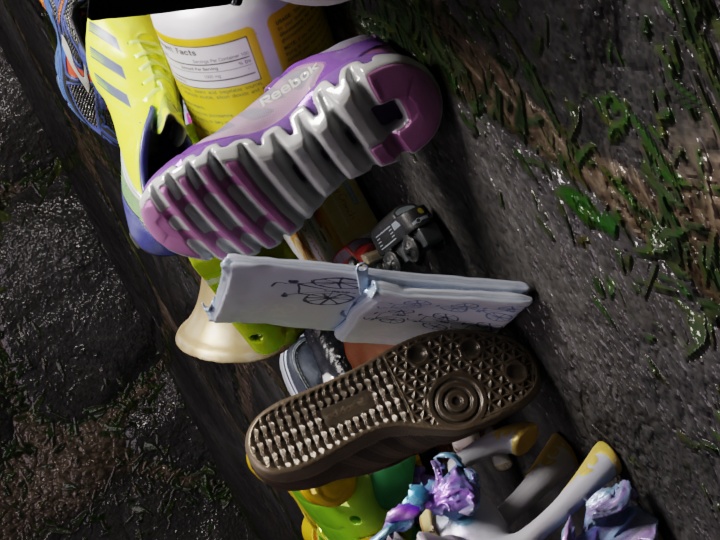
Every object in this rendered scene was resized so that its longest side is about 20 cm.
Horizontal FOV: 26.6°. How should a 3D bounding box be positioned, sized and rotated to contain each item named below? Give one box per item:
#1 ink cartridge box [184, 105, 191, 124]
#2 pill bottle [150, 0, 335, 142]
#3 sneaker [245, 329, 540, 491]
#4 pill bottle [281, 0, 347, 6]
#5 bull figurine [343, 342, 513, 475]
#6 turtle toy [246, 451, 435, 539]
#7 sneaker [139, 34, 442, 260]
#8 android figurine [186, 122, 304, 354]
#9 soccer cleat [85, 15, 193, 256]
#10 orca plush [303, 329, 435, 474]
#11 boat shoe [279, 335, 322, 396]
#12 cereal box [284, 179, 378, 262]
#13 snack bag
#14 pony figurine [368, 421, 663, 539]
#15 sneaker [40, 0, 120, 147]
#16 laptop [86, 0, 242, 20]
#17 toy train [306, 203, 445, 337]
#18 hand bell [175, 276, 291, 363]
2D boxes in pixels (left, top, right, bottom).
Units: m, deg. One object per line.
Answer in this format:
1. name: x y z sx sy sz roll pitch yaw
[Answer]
1. ink cartridge box: -0.134 -0.125 1.381 0.201 0.042 0.120 -115 5 -53
2. pill bottle: -0.074 -0.152 1.024 0.112 0.112 0.201 42 156 52
3. sneaker: 0.021 0.094 1.010 0.076 0.198 0.071 79 175 -68
4. pill bottle: -0.012 -0.206 0.684 0.115 0.114 0.200 59 166 5
5. bull figurine: 0.053 0.096 1.152 0.200 0.065 0.122 40 157 55
6. turtle toy: 0.011 0.170 1.132 0.201 0.101 0.145 54 162 -17
7. sneaker: -0.047 -0.082 0.940 0.081 0.199 0.089 55 -171 -37
8. android figurine: -0.092 -0.030 1.155 0.200 0.041 0.183 61 -161 -50
9. soccer cleat: -0.140 -0.110 1.037 0.084 0.064 0.202 -43 57 58
10. orca plush: 0.016 0.085 1.332 0.105 0.071 0.201 9 -132 -47
11. boat shoe: -0.003 0.126 1.422 0.201 0.071 0.091 49 162 17
12. cereal box: -0.032 -0.039 1.243 0.145 0.039 0.200 61 166 5
13. snack bag: -0.003 0.025 1.001 0.189 0.198 0.022 127 149 -75
14. pony figurine: 0.084 0.186 0.937 0.193 0.199 0.168 43 158 50
15. sneaker: -0.192 -0.164 1.144 0.078 0.075 0.201 45 161 42
16. laptop: -0.111 -0.243 0.809 0.200 0.115 0.189 38 123 55
17. toy train: 0.000 0.000 1.103 0.046 0.034 0.200 63 147 8
18. hand bell: -0.107 -0.034 1.287 0.104 0.103 0.202 -141 48 -57
